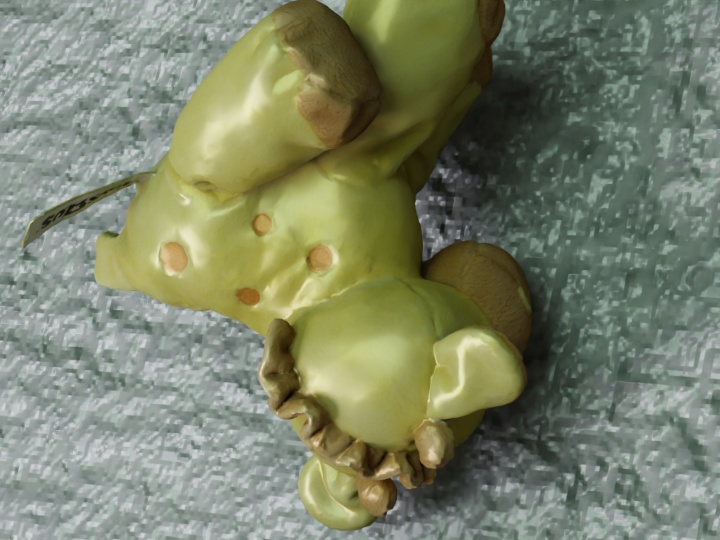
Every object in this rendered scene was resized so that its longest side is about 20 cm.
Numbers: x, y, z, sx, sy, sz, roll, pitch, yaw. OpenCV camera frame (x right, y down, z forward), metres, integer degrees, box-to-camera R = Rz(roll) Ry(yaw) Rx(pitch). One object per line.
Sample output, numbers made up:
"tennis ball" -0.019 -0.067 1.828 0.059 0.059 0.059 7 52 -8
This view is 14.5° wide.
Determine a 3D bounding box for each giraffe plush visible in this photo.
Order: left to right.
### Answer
"giraffe plush" 0.000 0.000 1.063 0.200 0.173 0.162 -34 79 -16
